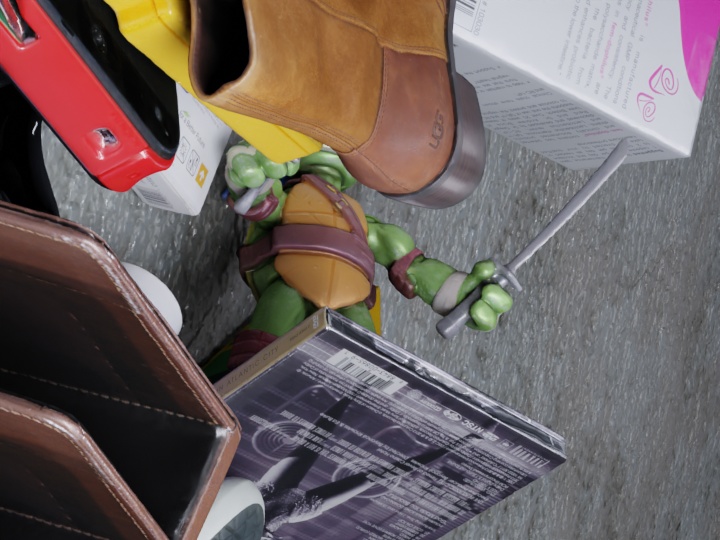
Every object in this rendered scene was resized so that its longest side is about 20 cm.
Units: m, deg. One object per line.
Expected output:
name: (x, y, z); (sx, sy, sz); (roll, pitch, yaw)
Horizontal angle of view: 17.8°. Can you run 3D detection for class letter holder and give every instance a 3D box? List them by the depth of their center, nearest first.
letter holder: (-0.161, 0.039, 0.718); (0.101, 0.199, 0.142); (-66, 154, -24)

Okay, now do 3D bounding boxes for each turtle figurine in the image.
turtle figurine: (0.000, 0.000, 1.059); (0.144, 0.199, 0.195); (43, 48, -50)

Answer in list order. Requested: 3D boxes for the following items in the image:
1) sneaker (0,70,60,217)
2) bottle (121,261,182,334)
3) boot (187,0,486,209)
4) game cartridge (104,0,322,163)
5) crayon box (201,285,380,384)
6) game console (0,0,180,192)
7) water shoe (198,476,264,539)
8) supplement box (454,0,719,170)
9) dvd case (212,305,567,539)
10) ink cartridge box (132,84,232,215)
sneaker: (-0.155, -0.005, 0.855); (0.072, 0.082, 0.202); (4, 97, -66)
bottle: (-0.139, 0.077, 0.934); (0.065, 0.083, 0.200); (53, 45, -22)
boot: (-0.031, -0.126, 0.912); (0.200, 0.068, 0.190); (23, 55, -58)
game cartridge: (-0.071, -0.161, 0.918); (0.176, 0.032, 0.201); (38, 36, -66)
crayon box: (-0.038, 0.087, 1.208); (0.200, 0.050, 0.128); (-46, 141, -52)
game console: (-0.121, -0.142, 0.831); (0.200, 0.031, 0.178); (55, 21, -50)
water shoe: (-0.126, 0.144, 0.936); (0.200, 0.079, 0.072); (-44, 154, -15)
supplement box: (0.081, -0.135, 1.189); (0.199, 0.103, 0.102); (24, 74, -30)
dvd case: (-0.030, 0.096, 1.013); (0.148, 0.200, 0.016); (29, 40, -35)
ink cartridge box: (-0.068, -0.135, 1.052); (0.201, 0.037, 0.095); (-68, 154, -17)
